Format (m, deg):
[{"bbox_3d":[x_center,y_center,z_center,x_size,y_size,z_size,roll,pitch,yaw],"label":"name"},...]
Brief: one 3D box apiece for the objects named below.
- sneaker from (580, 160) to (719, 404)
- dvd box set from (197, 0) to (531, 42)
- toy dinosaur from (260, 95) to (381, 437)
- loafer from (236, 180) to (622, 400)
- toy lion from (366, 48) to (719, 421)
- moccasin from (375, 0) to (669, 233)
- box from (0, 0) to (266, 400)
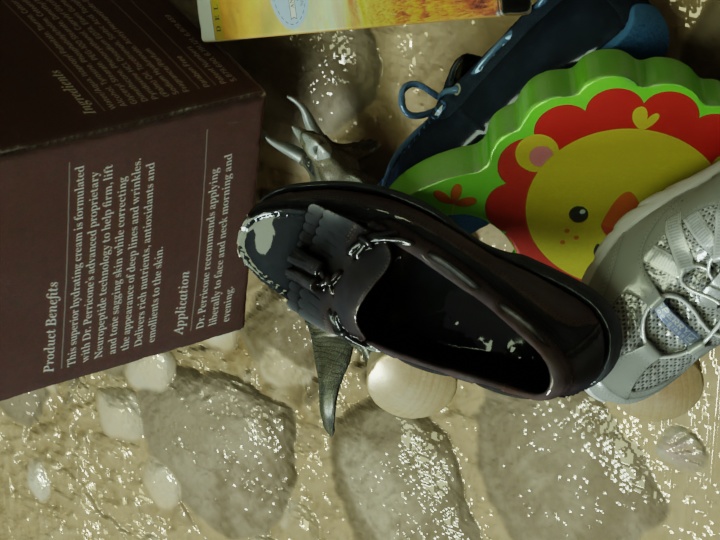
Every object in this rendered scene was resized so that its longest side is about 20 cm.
[{"bbox_3d":[0.174,-0.008,1.041,0.075,0.082,0.200,36,109,-22],"label":"sneaker"},{"bbox_3d":[-0.008,-0.195,1.145,0.200,0.029,0.147,1,99,39],"label":"dvd box set"},{"bbox_3d":[0.000,0.000,1.262,0.102,0.077,0.200,38,139,33],"label":"toy dinosaur"},{"bbox_3d":[0.024,0.010,1.060,0.199,0.063,0.072,20,116,21],"label":"loafer"},{"bbox_3d":[0.101,-0.019,1.110,0.199,0.069,0.192,0,125,1],"label":"toy lion"},{"bbox_3d":[0.075,-0.083,1.147,0.200,0.080,0.068,-38,61,27],"label":"moccasin"},{"bbox_3d":[-0.180,-0.050,1.240,0.164,0.199,0.166,46,140,41],"label":"box"}]
